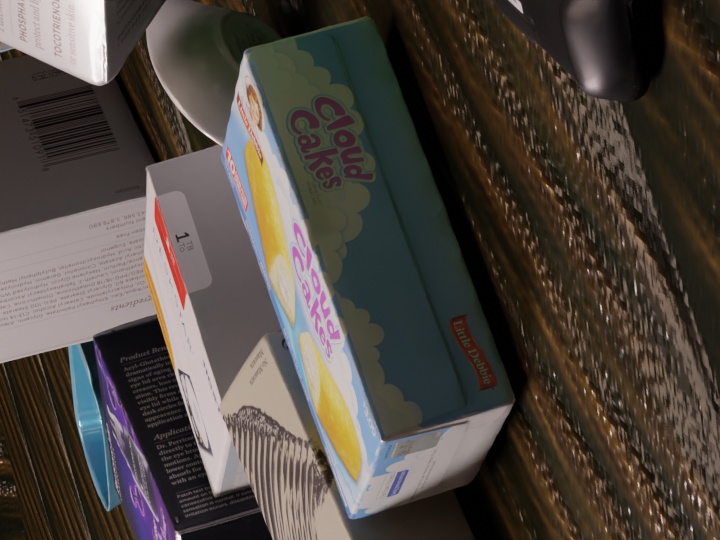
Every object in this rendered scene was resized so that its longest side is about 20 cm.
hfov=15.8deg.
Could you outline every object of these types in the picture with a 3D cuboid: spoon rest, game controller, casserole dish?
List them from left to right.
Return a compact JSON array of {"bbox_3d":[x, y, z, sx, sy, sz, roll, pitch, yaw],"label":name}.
[{"bbox_3d":[-0.232,0.131,2.372,0.201,0.039,0.122,92,159,-51],"label":"casserole dish"},{"bbox_3d":[-0.082,-0.138,1.414,0.061,0.099,0.201,-42,50,35],"label":"spoon rest"},{"bbox_3d":[0.057,-0.137,0.968,0.105,0.042,0.200,67,173,-33],"label":"game controller"}]

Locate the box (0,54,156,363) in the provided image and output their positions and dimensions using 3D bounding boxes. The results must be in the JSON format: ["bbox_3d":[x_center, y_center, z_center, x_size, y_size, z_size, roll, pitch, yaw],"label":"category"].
[{"bbox_3d":[-0.259,-0.048,1.954,0.199,0.199,0.131,-119,20,-44],"label":"box"}]

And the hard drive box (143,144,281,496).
[{"bbox_3d":[-0.069,0.030,1.513,0.200,0.076,0.157,108,145,-72],"label":"hard drive box"}]

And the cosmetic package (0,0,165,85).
[{"bbox_3d":[-0.177,-0.236,1.329,0.199,0.168,0.167,25,149,11],"label":"cosmetic package"}]

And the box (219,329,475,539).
[{"bbox_3d":[0.003,0.128,1.288,0.201,0.068,0.082,66,148,24],"label":"box"}]

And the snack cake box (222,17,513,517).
[{"bbox_3d":[0.000,0.000,1.222,0.115,0.067,0.201,106,146,-66],"label":"snack cake box"}]

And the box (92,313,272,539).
[{"bbox_3d":[-0.094,0.141,1.695,0.200,0.104,0.149,-121,20,-47],"label":"box"}]

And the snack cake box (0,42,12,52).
[{"bbox_3d":[-0.222,-0.204,1.645,0.067,0.199,0.116,-133,31,-63],"label":"snack cake box"}]
